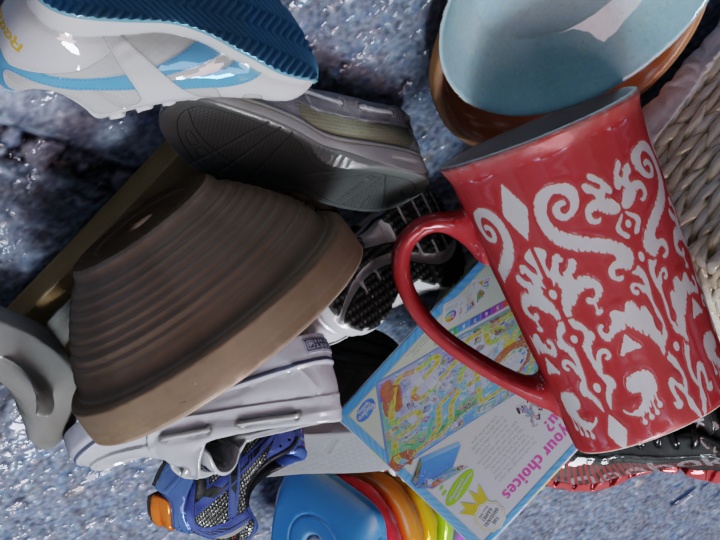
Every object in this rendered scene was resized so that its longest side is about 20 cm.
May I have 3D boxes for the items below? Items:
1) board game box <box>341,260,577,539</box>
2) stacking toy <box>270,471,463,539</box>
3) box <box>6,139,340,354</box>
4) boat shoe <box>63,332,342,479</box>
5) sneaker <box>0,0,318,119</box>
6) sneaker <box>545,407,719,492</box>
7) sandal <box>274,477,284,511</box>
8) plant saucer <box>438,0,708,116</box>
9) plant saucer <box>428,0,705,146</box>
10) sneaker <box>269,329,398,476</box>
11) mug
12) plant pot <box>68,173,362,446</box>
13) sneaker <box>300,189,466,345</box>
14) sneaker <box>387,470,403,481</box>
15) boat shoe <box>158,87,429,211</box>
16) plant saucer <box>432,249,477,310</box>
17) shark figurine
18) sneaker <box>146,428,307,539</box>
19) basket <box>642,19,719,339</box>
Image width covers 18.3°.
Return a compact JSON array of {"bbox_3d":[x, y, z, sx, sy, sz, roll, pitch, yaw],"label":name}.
[{"bbox_3d":[0.099,0.069,1.483,0.200,0.134,0.034,-47,175,-2],"label":"board game box"},{"bbox_3d":[0.038,0.187,1.706,0.200,0.110,0.116,-16,127,-42],"label":"stacking toy"},{"bbox_3d":[-0.130,0.006,1.448,0.200,0.021,0.163,-44,143,19],"label":"box"},{"bbox_3d":[-0.101,0.099,1.402,0.200,0.066,0.073,-23,168,30],"label":"boat shoe"},{"bbox_3d":[-0.114,-0.127,1.256,0.200,0.077,0.081,9,137,-35],"label":"sneaker"},{"bbox_3d":[0.197,0.105,1.520,0.200,0.071,0.098,-1,154,-8],"label":"sneaker"},{"bbox_3d":[-0.020,0.214,1.765,0.082,0.050,0.203,-41,131,-13],"label":"sandal"},{"bbox_3d":[0.128,-0.179,1.334,0.200,0.039,0.201,-21,145,-15],"label":"plant saucer"},{"bbox_3d":[0.129,-0.160,1.425,0.200,0.038,0.200,-21,145,-15],"label":"plant saucer"},{"bbox_3d":[-0.057,0.086,1.572,0.199,0.099,0.071,0,143,9],"label":"sneaker"},{"bbox_3d":[0.131,0.008,1.410,0.177,0.201,0.133,-19,-172,33],"label":"mug"},{"bbox_3d":[-0.104,0.007,1.332,0.201,0.201,0.093,-34,104,4],"label":"plant pot"},{"bbox_3d":[0.000,0.000,1.473,0.080,0.074,0.200,-25,180,34],"label":"sneaker"},{"bbox_3d":[0.021,0.117,1.643,0.199,0.090,0.075,-9,140,-30],"label":"sneaker"},{"bbox_3d":[-0.041,-0.089,1.371,0.202,0.065,0.074,13,147,-39],"label":"boat shoe"},{"bbox_3d":[0.105,0.076,1.588,0.200,0.050,0.201,-24,118,-57],"label":"plant saucer"},{"bbox_3d":[-0.229,0.060,1.357,0.214,0.090,0.128,20,119,-44],"label":"shark figurine"},{"bbox_3d":[-0.064,0.095,1.490,0.200,0.078,0.075,-62,171,-13],"label":"sneaker"},{"bbox_3d":[0.278,-0.040,1.528,0.200,0.161,0.198,-49,149,-13],"label":"basket"}]
